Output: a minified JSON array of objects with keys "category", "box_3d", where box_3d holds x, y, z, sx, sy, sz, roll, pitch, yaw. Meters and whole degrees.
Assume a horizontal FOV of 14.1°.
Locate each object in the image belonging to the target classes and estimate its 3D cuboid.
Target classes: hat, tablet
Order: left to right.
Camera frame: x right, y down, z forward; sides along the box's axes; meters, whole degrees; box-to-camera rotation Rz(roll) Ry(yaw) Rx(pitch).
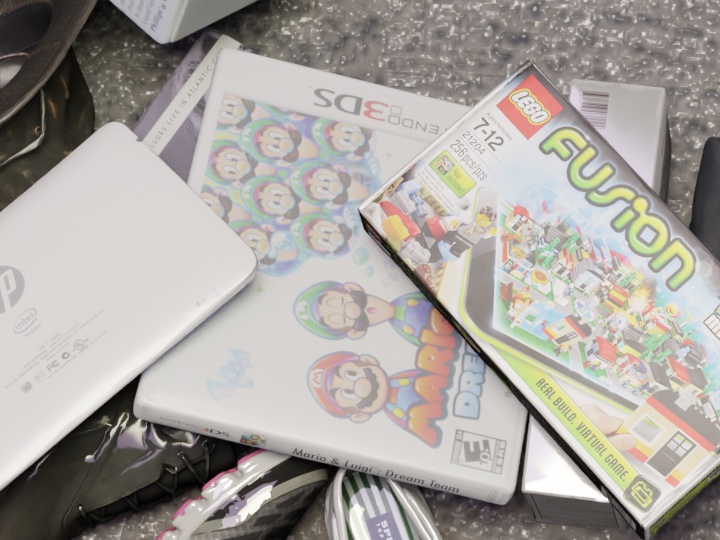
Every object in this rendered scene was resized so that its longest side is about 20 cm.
[{"category":"hat","box_3d":[-0.178,-0.076,1.454,0.201,0.201,0.081,-45,115,-4]},{"category":"tablet","box_3d":[-0.156,0.024,1.360,0.200,0.014,0.130,-40,53,-10]}]

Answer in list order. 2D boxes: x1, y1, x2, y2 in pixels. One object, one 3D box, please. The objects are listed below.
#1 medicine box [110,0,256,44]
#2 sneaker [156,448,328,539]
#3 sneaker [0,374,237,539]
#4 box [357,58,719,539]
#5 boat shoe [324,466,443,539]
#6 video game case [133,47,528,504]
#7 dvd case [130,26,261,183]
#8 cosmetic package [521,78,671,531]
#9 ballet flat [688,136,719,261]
[{"category":"medicine box","box_3d":[-0.092,-0.235,1.435,0.200,0.103,0.182,42,44,17]},{"category":"sneaker","box_3d":[-0.069,0.172,1.388,0.087,0.074,0.200,39,89,16]},{"category":"sneaker","box_3d":[-0.111,0.084,1.417,0.091,0.076,0.200,39,85,12]},{"category":"box","box_3d":[0.103,0.012,1.336,0.110,0.035,0.200,-41,75,-5]},{"category":"boat shoe","box_3d":[0.028,0.181,1.372,0.073,0.067,0.201,-28,73,1]},{"category":"video game case","box_3d":[0.000,0.000,1.395,0.181,0.024,0.201,14,62,-4]},{"category":"dvd case","box_3d":[-0.029,-0.015,1.420,0.199,0.016,0.149,31,63,7]},{"category":"cosmetic package","box_3d":[0.115,0.017,1.394,0.050,0.083,0.201,6,77,8]},{"category":"ballet flat","box_3d":[0.189,0.033,1.386,0.073,0.073,0.201,-25,76,1]}]
